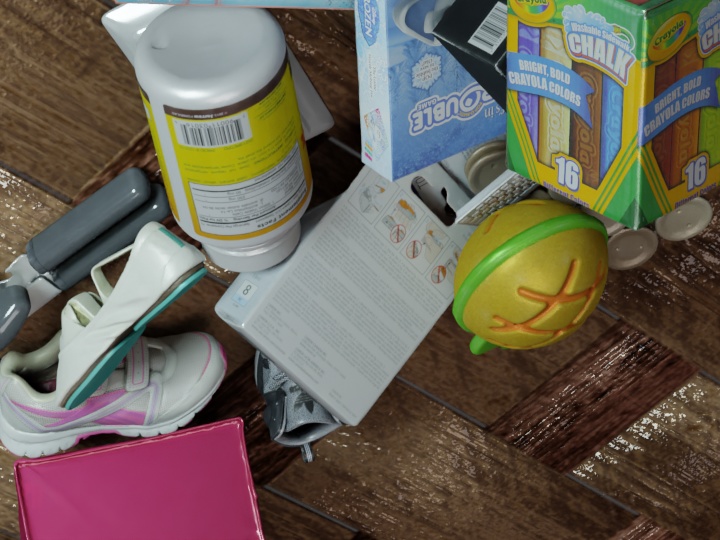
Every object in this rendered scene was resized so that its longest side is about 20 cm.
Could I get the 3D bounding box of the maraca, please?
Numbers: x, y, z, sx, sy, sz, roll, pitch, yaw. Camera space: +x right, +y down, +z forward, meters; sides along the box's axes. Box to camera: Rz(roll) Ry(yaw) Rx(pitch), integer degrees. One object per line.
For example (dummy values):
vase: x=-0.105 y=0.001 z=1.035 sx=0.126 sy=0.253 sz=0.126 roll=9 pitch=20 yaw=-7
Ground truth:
maraca: x=0.134 y=0.012 z=1.753 sx=0.136 sy=0.108 sz=0.200 roll=-24 pitch=157 yaw=-5

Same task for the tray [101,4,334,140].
tray: x=-0.102 y=-0.142 z=1.654 sx=0.107 sy=0.022 sz=0.200 roll=-25 pitch=137 yaw=8

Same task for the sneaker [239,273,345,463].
sneaker: x=-0.050 y=0.068 z=1.819 sx=0.075 sy=0.114 sz=0.201 roll=-11 pitch=137 yaw=-7

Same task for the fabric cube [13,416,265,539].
fabric cube: x=-0.179 y=0.252 z=1.851 sx=0.195 sy=0.202 sz=0.199 roll=-10 pitch=164 yaw=-10

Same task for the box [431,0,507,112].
box: x=0.163 y=-0.196 z=1.547 sx=0.200 sy=0.079 sz=0.141 roll=-53 pitch=134 yaw=-4

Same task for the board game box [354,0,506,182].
board game box: x=0.086 y=-0.188 z=1.575 sx=0.199 sy=0.043 sz=0.200 roll=-25 pitch=130 yaw=-28

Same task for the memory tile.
memory tile: x=0.183 y=-0.062 z=1.777 sx=0.153 sy=0.017 sz=0.200 roll=-29 pitch=136 yaw=13

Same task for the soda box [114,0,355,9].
soda box: x=-0.077 y=-0.226 z=1.540 sx=0.198 sy=0.069 sz=0.064 roll=0 pitch=132 yaw=-19

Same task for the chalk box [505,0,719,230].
chalk box: x=0.177 y=-0.153 z=1.435 sx=0.124 sy=0.124 sz=0.201 roll=-27 pitch=130 yaw=-34

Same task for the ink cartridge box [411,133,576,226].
ink cartridge box: x=0.138 y=-0.094 z=1.772 sx=0.199 sy=0.041 sz=0.200 roll=-25 pitch=136 yaw=8

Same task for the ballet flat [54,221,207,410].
ballet flat: x=-0.189 y=0.030 z=1.706 sx=0.069 sy=0.070 sz=0.200 roll=16 pitch=136 yaw=-32

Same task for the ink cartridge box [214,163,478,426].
ink cartridge box: x=0.000 y=0.000 z=1.741 sx=0.201 sy=0.047 sz=0.160 roll=-53 pitch=131 yaw=-8

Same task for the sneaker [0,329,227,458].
sneaker: x=-0.207 y=0.088 z=1.810 sx=0.198 sy=0.082 sz=0.089 roll=-16 pitch=139 yaw=-3

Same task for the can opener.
can opener: x=-0.230 y=0.002 z=1.723 sx=0.199 sy=0.067 sz=0.053 roll=-35 pitch=136 yaw=17

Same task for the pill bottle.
pill bottle: x=-0.094 y=-0.093 z=1.609 sx=0.108 sy=0.110 sz=0.201 roll=-14 pitch=138 yaw=-4

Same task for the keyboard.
keyboard: x=0.156 y=-0.095 z=1.701 sx=0.200 sy=0.011 sz=0.056 roll=-39 pitch=155 yaw=23
